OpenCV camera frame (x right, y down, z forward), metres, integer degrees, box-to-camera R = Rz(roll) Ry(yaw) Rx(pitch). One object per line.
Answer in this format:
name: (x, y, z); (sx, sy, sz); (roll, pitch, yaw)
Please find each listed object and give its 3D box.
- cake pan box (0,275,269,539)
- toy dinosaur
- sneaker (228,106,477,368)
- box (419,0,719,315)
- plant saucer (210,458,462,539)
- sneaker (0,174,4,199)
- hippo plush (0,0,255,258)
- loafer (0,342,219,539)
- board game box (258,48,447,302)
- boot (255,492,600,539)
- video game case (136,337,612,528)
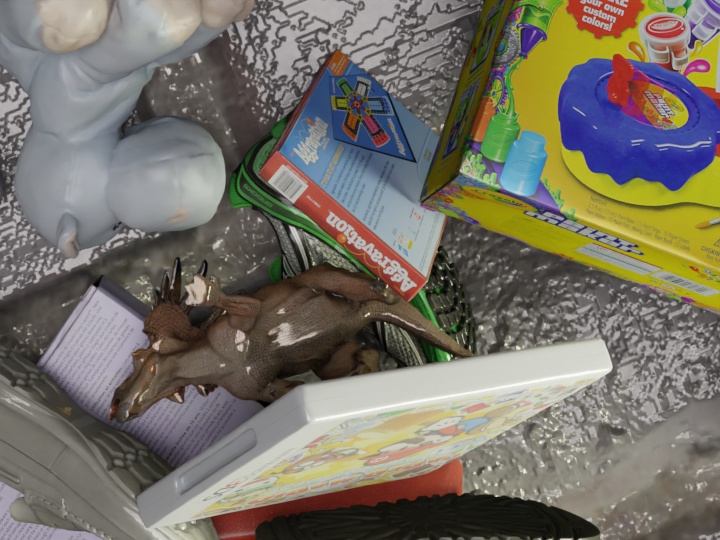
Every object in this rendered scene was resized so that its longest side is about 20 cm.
cake pan box: (-0.134, 0.129, 1.219); (0.183, 0.052, 0.201); (34, 96, -9)
toy dinosaur: (-0.043, 0.031, 1.133); (0.198, 0.135, 0.087); (-9, 97, -14)
sneaker: (0.000, 0.000, 1.201); (0.085, 0.078, 0.201); (-33, 98, 20)
box: (0.160, -0.098, 1.067); (0.198, 0.122, 0.194); (19, 82, -6)
plant saucer: (-0.029, 0.218, 1.208); (0.197, 0.037, 0.202); (-5, 107, -16)
sneaker: (-0.304, -0.089, 1.165); (0.114, 0.075, 0.200); (-39, 101, 1)
hippo plush: (-0.151, -0.089, 1.130); (0.198, 0.159, 0.163); (-5, 98, -2)
loafer: (-0.166, 0.116, 1.148); (0.199, 0.070, 0.070); (36, 106, 17)
board game box: (0.005, -0.057, 1.122); (0.103, 0.200, 0.019); (41, 111, -8)
boot: (0.033, 0.215, 1.164); (0.209, 0.079, 0.160); (-3, 105, -11)
video game case: (0.006, 0.087, 1.080); (0.199, 0.182, 0.023); (-8, 72, -36)
